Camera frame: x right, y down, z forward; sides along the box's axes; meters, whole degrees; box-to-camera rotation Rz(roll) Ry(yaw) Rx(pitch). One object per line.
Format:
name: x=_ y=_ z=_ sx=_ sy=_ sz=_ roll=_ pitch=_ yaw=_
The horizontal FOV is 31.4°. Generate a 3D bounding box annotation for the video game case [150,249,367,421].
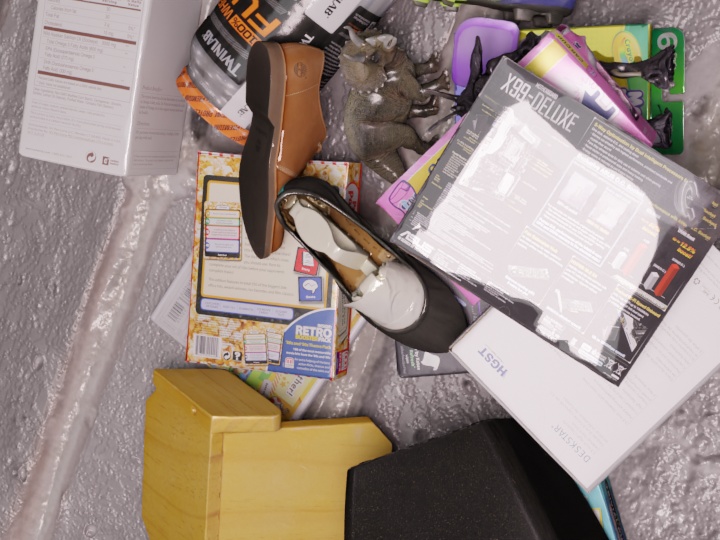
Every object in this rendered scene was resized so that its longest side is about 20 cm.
video game case: x=-0.082 y=0.021 z=1.237 sx=0.182 sy=0.023 sz=0.200 roll=37 pitch=103 yaw=11

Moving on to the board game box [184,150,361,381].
board game box: x=-0.082 y=-0.007 z=1.198 sx=0.151 sy=0.046 sz=0.201 roll=6 pitch=96 yaw=16

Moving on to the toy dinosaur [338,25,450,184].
toy dinosaur: x=0.024 y=-0.146 z=1.152 sx=0.102 sy=0.077 sz=0.201 roll=-4 pitch=134 yaw=-10

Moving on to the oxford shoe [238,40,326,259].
oxford shoe: x=-0.063 y=-0.101 z=1.120 sx=0.071 sy=0.071 sz=0.201 roll=46 pitch=134 yaw=48

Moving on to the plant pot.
plant pot: x=0.092 y=0.227 z=1.070 sx=0.199 sy=0.200 sz=0.178 roll=-22 pitch=77 yaw=19

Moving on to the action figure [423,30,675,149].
action figure: x=0.158 y=-0.138 z=1.062 sx=0.199 sy=0.102 sz=0.120 roll=2 pitch=102 yaw=19

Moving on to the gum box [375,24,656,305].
gum box: x=0.125 y=-0.084 z=0.996 sx=0.114 sy=0.066 sz=0.200 roll=47 pitch=111 yaw=0

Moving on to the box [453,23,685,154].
box: x=0.183 y=-0.154 z=1.127 sx=0.199 sy=0.048 sz=0.118 roll=0 pitch=95 yaw=16

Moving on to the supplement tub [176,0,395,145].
supplement tub: x=-0.070 y=-0.217 z=1.160 sx=0.123 sy=0.122 sz=0.200 roll=44 pitch=105 yaw=9

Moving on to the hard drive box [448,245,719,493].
hard drive box: x=0.192 y=0.044 z=0.997 sx=0.200 sy=0.077 sz=0.156 roll=-44 pitch=87 yaw=7

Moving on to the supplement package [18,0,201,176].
supplement package: x=-0.234 y=-0.198 z=1.215 sx=0.117 sy=0.117 sz=0.201 roll=12 pitch=98 yaw=16

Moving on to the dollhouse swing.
dollhouse swing: x=-0.093 y=0.202 z=1.234 sx=0.182 sy=0.175 sz=0.201 roll=27 pitch=118 yaw=53

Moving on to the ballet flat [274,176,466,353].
ballet flat: x=0.000 y=0.000 z=1.059 sx=0.200 sy=0.068 sz=0.068 roll=41 pitch=106 yaw=13

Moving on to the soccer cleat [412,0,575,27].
soccer cleat: x=0.094 y=-0.263 z=1.094 sx=0.199 sy=0.065 sz=0.084 roll=8 pitch=94 yaw=-16

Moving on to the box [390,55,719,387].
box: x=0.145 y=-0.037 z=0.929 sx=0.199 sy=0.050 sz=0.158 roll=32 pitch=101 yaw=5

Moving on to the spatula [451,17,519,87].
spatula: x=0.097 y=-0.119 z=1.124 sx=0.056 sy=0.021 sz=0.201 roll=11 pitch=100 yaw=13

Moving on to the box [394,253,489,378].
box: x=0.135 y=0.028 z=1.117 sx=0.199 sy=0.122 sz=0.107 roll=-6 pitch=92 yaw=18

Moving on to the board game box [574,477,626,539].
board game box: x=0.163 y=0.249 z=1.166 sx=0.150 sy=0.047 sz=0.201 roll=-16 pitch=90 yaw=18
